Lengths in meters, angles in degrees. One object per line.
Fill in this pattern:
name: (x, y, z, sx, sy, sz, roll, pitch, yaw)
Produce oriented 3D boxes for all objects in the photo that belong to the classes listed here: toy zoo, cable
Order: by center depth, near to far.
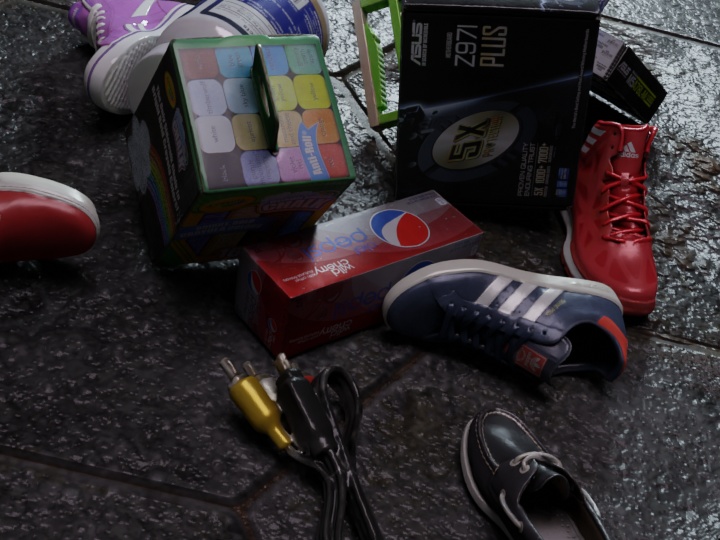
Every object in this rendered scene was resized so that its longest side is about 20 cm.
cable: (-0.024, 0.136, 0.897, 0.097, 0.050, 0.201, 4, 49, -41)
toy zoo: (0.093, -0.217, 1.224, 0.198, 0.020, 0.133, -12, 77, 20)

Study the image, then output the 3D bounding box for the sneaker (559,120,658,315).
sneaker: (0.223, -0.061, 1.142, 0.078, 0.116, 0.201, 3, 39, -15)

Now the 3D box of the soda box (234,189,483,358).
soda box: (0.000, 0.000, 1.033, 0.199, 0.064, 0.070, -19, 47, -35)

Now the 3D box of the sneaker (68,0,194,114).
sneaker: (-0.232, -0.205, 1.206, 0.113, 0.073, 0.201, 18, 28, 8)

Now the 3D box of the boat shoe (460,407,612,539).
boat shoe: (0.123, 0.160, 0.883, 0.073, 0.061, 0.201, 1, 41, -17)

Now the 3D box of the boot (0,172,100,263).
boot: (-0.290, -0.003, 0.934, 0.198, 0.073, 0.145, 1, 40, -5)

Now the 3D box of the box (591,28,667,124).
box: (0.203, -0.232, 1.328, 0.199, 0.048, 0.193, 36, 11, 24)

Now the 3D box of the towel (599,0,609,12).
towel: (0.141, -0.213, 1.244, 0.144, 0.201, 0.024, 35, 18, 26)

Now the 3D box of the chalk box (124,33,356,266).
chalk box: (-0.088, -0.098, 0.987, 0.123, 0.200, 0.126, -7, 74, -26)

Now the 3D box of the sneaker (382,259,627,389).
sneaker: (0.117, 0.048, 1.010, 0.198, 0.075, 0.085, 3, 44, -11)

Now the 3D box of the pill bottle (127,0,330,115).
pill bottle: (-0.118, -0.191, 1.183, 0.115, 0.116, 0.200, 26, 40, 13)

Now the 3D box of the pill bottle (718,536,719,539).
pill bottle: (0.340, 0.207, 0.860, 0.199, 0.113, 0.112, 26, 39, 14)

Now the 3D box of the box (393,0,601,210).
box: (0.113, -0.158, 1.134, 0.162, 0.201, 0.087, 3, 39, 1)
